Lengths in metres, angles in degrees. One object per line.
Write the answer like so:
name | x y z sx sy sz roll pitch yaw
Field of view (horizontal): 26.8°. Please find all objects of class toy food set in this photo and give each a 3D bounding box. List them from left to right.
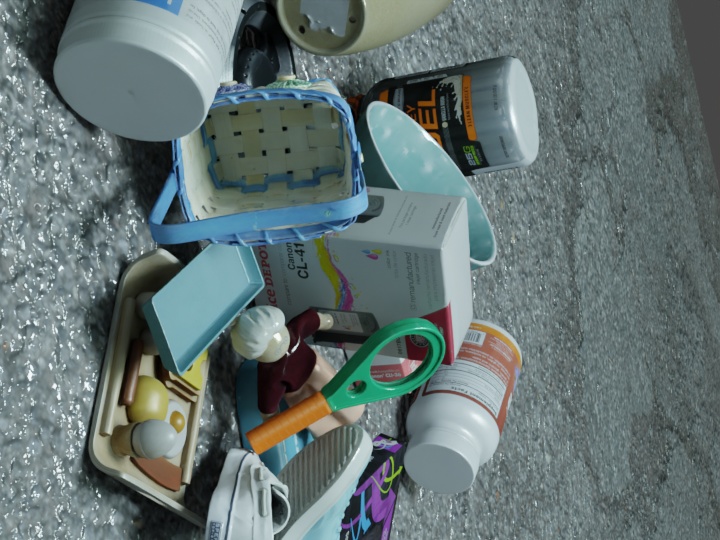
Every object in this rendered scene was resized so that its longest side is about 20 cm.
toy food set | -0.154 0.102 1.275 0.144 0.060 0.201 45 47 -53

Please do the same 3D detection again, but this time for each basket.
basket | -0.083 -0.083 1.266 0.200 0.175 0.140 -93 175 -59

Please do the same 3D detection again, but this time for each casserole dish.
casserole dish | -0.069 0.165 1.470 0.121 0.039 0.201 -23 105 -64

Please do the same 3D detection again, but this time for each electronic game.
electronic game | -0.107 -0.173 1.442 0.200 0.041 0.201 0 90 -72

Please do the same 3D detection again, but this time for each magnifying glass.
magnifying glass | -0.013 0.108 1.371 0.022 0.199 0.080 54 -7 44

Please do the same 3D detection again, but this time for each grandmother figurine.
grandmother figurine | -0.057 0.090 1.387 0.200 0.060 0.122 49 53 -52

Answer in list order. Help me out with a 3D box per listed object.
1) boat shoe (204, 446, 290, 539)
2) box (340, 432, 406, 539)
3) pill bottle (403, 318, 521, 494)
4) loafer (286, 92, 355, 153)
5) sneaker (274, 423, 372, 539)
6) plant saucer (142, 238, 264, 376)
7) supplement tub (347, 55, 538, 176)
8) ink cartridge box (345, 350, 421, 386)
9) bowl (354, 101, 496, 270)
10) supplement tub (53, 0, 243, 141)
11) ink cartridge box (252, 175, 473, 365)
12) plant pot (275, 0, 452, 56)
boat shoe | -0.093 0.208 1.313 0.200 0.065 0.074 -81 177 -76
box | -0.014 0.266 1.517 0.200 0.036 0.144 -32 135 -61
pill bottle | 0.117 0.161 1.774 0.113 0.112 0.200 66 32 -34
loafer | -0.031 -0.144 1.515 0.200 0.063 0.072 -61 152 -77
sneaker | -0.046 0.234 1.382 0.200 0.074 0.082 -51 127 -2
plant saucer | -0.133 0.020 1.288 0.200 0.019 0.070 -53 127 -64
supplement tub | 0.087 -0.160 1.655 0.122 0.199 0.123 -9 90 -70
ink cartridge box | 0.021 0.021 1.647 0.117 0.067 0.201 -53 132 -54
bowl | 0.036 -0.061 1.529 0.201 0.105 0.201 42 25 -25
supplement tub | -0.162 -0.222 1.233 0.132 0.131 0.201 54 39 -47
ink cartridge box | 0.000 0.000 1.425 0.086 0.199 0.148 -66 155 -46
plant pot | -0.007 -0.293 1.496 0.200 0.186 0.188 -57 135 -56
